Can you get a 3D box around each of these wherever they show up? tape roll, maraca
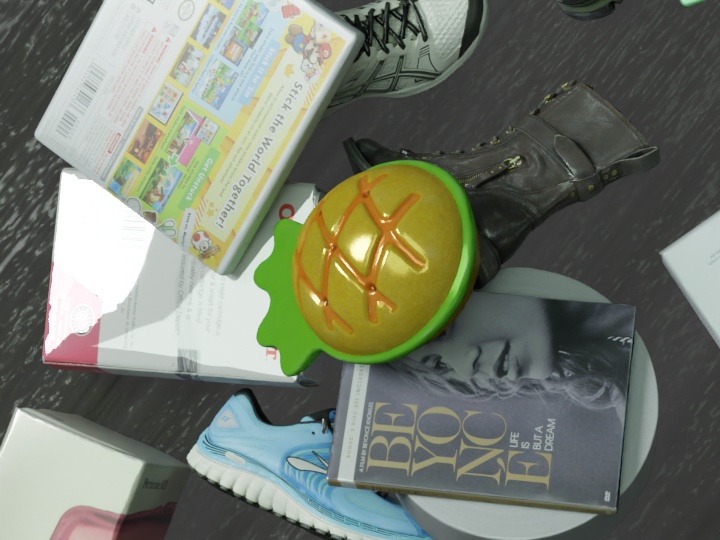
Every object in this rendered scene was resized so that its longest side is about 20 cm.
[{"bbox_3d":[0.109,0.102,1.476,0.198,0.066,0.202,-3,65,6],"label":"tape roll"},{"bbox_3d":[0.000,0.000,1.428,0.199,0.107,0.138,-20,62,38],"label":"maraca"}]

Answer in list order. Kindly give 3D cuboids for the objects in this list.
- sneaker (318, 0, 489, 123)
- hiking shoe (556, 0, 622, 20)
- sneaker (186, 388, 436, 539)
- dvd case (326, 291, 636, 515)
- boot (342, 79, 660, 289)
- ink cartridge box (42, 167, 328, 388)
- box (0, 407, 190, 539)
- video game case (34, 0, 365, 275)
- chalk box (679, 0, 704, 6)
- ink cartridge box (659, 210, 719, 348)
[{"bbox_3d":[0.002,-0.161,1.546,0.199,0.088,0.076,-26,77,6],"label":"sneaker"},{"bbox_3d":[0.184,-0.283,1.509,0.075,0.100,0.201,23,88,36],"label":"hiking shoe"},{"bbox_3d":[-0.024,0.145,1.522,0.199,0.078,0.091,24,81,10],"label":"sneaker"},{"bbox_3d":[0.084,0.085,1.442,0.198,0.016,0.150,5,67,10],"label":"dvd case"},{"bbox_3d":[0.100,-0.080,1.525,0.174,0.069,0.200,-38,48,-14],"label":"boot"},{"bbox_3d":[-0.124,0.008,1.553,0.198,0.083,0.148,4,84,12],"label":"ink cartridge box"},{"bbox_3d":[-0.219,0.212,1.526,0.108,0.128,0.201,21,88,12],"label":"box"},{"bbox_3d":[-0.117,-0.129,1.488,0.181,0.023,0.201,36,107,15],"label":"video game case"},{"bbox_3d":[0.311,-0.247,1.475,0.198,0.124,0.126,-18,80,9],"label":"chalk box"},{"bbox_3d":[0.346,0.014,1.480,0.199,0.041,0.201,-35,78,5],"label":"ink cartridge box"}]
